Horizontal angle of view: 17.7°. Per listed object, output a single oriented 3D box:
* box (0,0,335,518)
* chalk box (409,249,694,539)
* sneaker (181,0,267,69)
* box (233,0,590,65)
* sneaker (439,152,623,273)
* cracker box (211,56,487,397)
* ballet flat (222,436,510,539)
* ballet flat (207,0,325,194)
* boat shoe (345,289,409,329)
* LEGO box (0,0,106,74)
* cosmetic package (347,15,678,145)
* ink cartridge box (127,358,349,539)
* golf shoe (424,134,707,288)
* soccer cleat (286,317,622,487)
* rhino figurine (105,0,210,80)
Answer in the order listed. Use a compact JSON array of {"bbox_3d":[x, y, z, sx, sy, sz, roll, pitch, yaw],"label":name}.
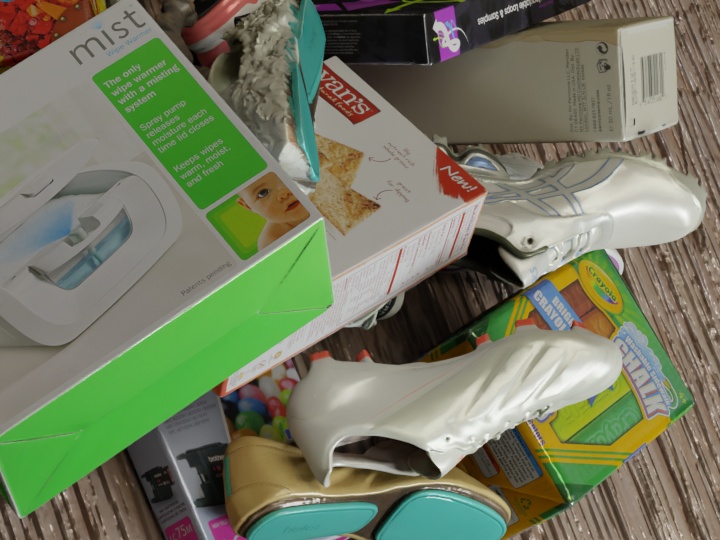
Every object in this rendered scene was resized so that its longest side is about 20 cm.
[{"bbox_3d":[-0.143,-0.010,1.169,0.199,0.097,0.177,-33,65,-15],"label":"box"},{"bbox_3d":[0.116,0.075,1.462,0.200,0.124,0.125,-33,89,-46],"label":"chalk box"},{"bbox_3d":[-0.041,-0.166,1.518,0.200,0.073,0.087,-38,106,-42],"label":"sneaker"},{"bbox_3d":[0.036,-0.164,1.444,0.200,0.142,0.036,-25,113,-53],"label":"box"},{"bbox_3d":[0.083,-0.042,1.554,0.199,0.075,0.100,23,34,-29],"label":"sneaker"},{"bbox_3d":[-0.045,-0.030,1.296,0.199,0.058,0.134,-29,60,-37],"label":"cracker box"},{"bbox_3d":[0.005,0.123,1.332,0.199,0.069,0.063,10,47,-41],"label":"ballet flat"},{"bbox_3d":[-0.053,-0.090,1.253,0.072,0.072,0.200,39,20,-17],"label":"ballet flat"},{"bbox_3d":[0.000,0.000,1.405,0.067,0.074,0.200,43,26,4],"label":"boat shoe"},{"bbox_3d":[-0.224,-0.176,1.280,0.148,0.077,0.201,-14,64,0],"label":"LEGO box"},{"bbox_3d":[0.094,-0.121,1.483,0.103,0.198,0.074,-20,109,-62],"label":"cosmetic package"},{"bbox_3d":[-0.086,0.079,1.347,0.119,0.042,0.201,-15,75,-45],"label":"ink cartridge box"},{"bbox_3d":[0.115,-0.022,1.412,0.198,0.079,0.098,1,50,-1],"label":"golf shoe"},{"bbox_3d":[0.057,0.079,1.299,0.198,0.070,0.078,-7,57,-13],"label":"soccer cleat"},{"bbox_3d":[-0.086,-0.082,1.415,0.200,0.059,0.088,46,29,-34],"label":"rhino figurine"}]
